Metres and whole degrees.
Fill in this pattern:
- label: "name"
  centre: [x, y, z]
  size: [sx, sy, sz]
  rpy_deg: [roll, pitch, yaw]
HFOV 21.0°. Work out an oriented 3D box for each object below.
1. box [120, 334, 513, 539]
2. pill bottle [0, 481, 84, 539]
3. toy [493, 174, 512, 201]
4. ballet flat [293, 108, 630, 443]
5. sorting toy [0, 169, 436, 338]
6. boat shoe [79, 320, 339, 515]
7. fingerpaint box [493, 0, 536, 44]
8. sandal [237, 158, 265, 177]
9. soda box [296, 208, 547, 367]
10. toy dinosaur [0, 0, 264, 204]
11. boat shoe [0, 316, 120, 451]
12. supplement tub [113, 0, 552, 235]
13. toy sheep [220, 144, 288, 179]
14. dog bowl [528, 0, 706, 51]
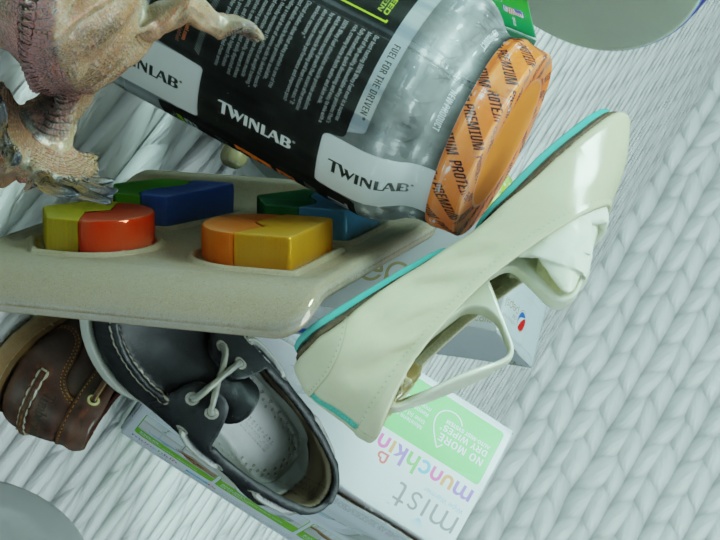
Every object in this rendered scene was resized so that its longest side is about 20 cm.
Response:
- label: "box"
  centre: [-0.034, 0.102, 1.211]
  size: [0.097, 0.200, 0.176]
  rpy_deg: [-58, -176, -22]
- label: "pill bottle"
  centre: [-0.217, 0.217, 1.010]
  size: [0.114, 0.114, 0.200]
  rpy_deg: [-41, 156, -58]
- label: "toy"
  centre: [0.053, -0.041, 1.128]
  size: [0.115, 0.047, 0.200]
  rpy_deg: [-38, 166, -13]
- label: "ballet flat"
  centre: [0.061, 0.006, 0.882]
  size: [0.200, 0.070, 0.070]
  rpy_deg: [-37, 162, -12]
- label: "sorting toy"
  centre: [-0.076, -0.019, 0.947]
  size: [0.200, 0.184, 0.037]
  rpy_deg: [-39, 131, -64]
- label: "boat shoe"
  centre: [-0.075, 0.066, 1.026]
  size: [0.074, 0.060, 0.200]
  rpy_deg: [-48, 134, -17]
- label: "fingerpaint box"
  centre: [0.052, -0.123, 1.317]
  size: [0.200, 0.073, 0.167]
  rpy_deg: [-88, -160, -67]
- label: "sandal"
  centre: [-0.015, -0.129, 1.223]
  size: [0.203, 0.082, 0.050]
  rpy_deg: [-60, -150, -3]
- label: "soda box"
  centre: [0.000, 0.000, 1.049]
  size: [0.064, 0.199, 0.068]
  rpy_deg: [43, 59, -58]
- label: "toy dinosaur"
  centre: [-0.122, -0.099, 0.804]
  size: [0.136, 0.086, 0.200]
  rpy_deg: [-51, 159, -16]
- label: "boat shoe"
  centre: [-0.130, 0.038, 1.083]
  size: [0.200, 0.070, 0.071]
  rpy_deg: [-48, 161, -51]
- label: "supplement tub"
  centre: [-0.018, -0.104, 0.927]
  size: [0.123, 0.200, 0.123]
  rpy_deg: [-56, 166, -22]
- label: "toy sheep"
  centre: [-0.013, -0.098, 1.127]
  size: [0.138, 0.138, 0.200]
  rpy_deg: [-61, 164, -6]
- label: "dog bowl"
  centre: [0.171, -0.258, 1.363]
  size: [0.079, 0.200, 0.200]
  rpy_deg: [-48, 162, -39]
